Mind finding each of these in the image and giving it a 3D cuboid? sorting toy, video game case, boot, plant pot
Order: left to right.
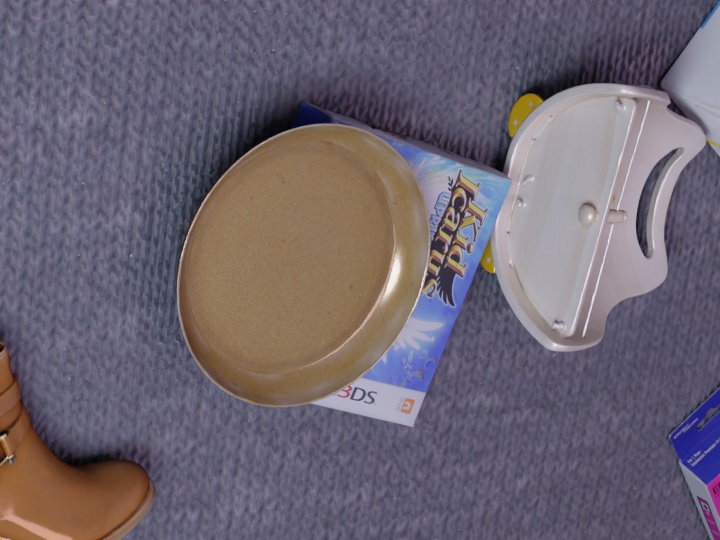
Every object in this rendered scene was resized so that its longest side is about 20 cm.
[{"bbox_3d":[-0.225,0.117,1.488,0.199,0.073,0.156,-19,116,-34],"label":"boot"},{"bbox_3d":[-0.042,-0.006,1.547,0.199,0.027,0.202,-13,116,-29],"label":"plant pot"},{"bbox_3d":[0.000,0.000,1.628,0.180,0.045,0.201,15,100,-42],"label":"video game case"},{"bbox_3d":[0.193,-0.051,1.727,0.179,0.106,0.202,1,109,-46],"label":"sorting toy"}]

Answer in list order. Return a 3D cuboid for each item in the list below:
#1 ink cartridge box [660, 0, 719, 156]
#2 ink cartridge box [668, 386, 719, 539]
[{"bbox_3d":[0.358,-0.125,1.796,0.129,0.125,0.200,-54,131,-5],"label":"ink cartridge box"},{"bbox_3d":[0.336,0.186,1.981,0.095,0.037,0.201,-40,127,-17],"label":"ink cartridge box"}]
